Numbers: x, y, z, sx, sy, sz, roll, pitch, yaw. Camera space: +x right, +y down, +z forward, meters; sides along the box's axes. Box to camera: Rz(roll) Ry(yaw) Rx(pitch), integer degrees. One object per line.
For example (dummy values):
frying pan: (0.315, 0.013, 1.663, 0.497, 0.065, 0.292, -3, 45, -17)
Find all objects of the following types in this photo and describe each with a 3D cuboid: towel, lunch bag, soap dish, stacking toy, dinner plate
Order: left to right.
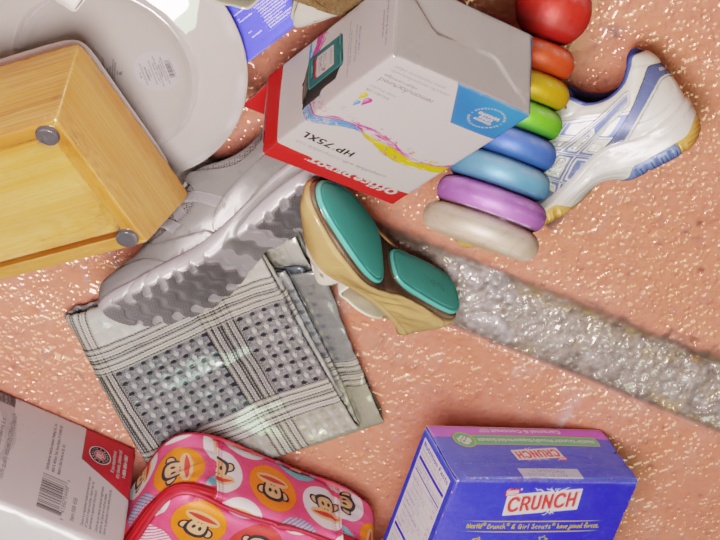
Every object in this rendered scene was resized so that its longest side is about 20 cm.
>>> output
soap dish: (-0.246, -0.068, 1.368, 0.199, 0.082, 0.158, -13, 136, 20)
dinner plate: (-0.178, -0.144, 1.375, 0.199, 0.024, 0.201, 5, 127, 7)
towel: (-0.101, 0.077, 1.512, 0.199, 0.035, 0.193, -21, 116, 8)
lunch bag: (-0.104, 0.229, 1.558, 0.199, 0.082, 0.176, 23, 126, -21)
stacking toy: (0.114, -0.113, 1.364, 0.085, 0.085, 0.201, 19, 89, -12)

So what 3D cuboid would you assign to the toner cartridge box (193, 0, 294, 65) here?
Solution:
toner cartridge box: (-0.034, -0.241, 1.343, 0.199, 0.043, 0.095, -35, 112, 15)

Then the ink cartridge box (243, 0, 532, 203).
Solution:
ink cartridge box: (0.013, -0.112, 1.336, 0.116, 0.068, 0.200, 20, 149, -28)

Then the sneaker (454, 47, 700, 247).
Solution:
sneaker: (0.145, -0.090, 1.423, 0.199, 0.075, 0.089, -29, 98, 11)

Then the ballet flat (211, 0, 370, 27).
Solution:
ballet flat: (-0.058, -0.202, 1.308, 0.198, 0.068, 0.073, 12, 137, -10)

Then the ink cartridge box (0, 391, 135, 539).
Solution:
ink cartridge box: (-0.283, 0.166, 1.491, 0.199, 0.145, 0.084, 26, 114, -14)

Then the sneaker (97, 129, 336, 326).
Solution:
sneaker: (-0.112, -0.033, 1.433, 0.199, 0.082, 0.075, -34, 151, 4)

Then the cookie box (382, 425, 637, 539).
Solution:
cookie box: (0.105, 0.224, 1.545, 0.170, 0.075, 0.201, 4, 120, -28)

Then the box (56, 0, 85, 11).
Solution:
box: (-0.182, -0.246, 1.247, 0.082, 0.200, 0.068, 36, 113, -16)

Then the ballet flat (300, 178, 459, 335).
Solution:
ballet flat: (0.000, 0.000, 1.428, 0.063, 0.069, 0.200, -23, 142, 25)
